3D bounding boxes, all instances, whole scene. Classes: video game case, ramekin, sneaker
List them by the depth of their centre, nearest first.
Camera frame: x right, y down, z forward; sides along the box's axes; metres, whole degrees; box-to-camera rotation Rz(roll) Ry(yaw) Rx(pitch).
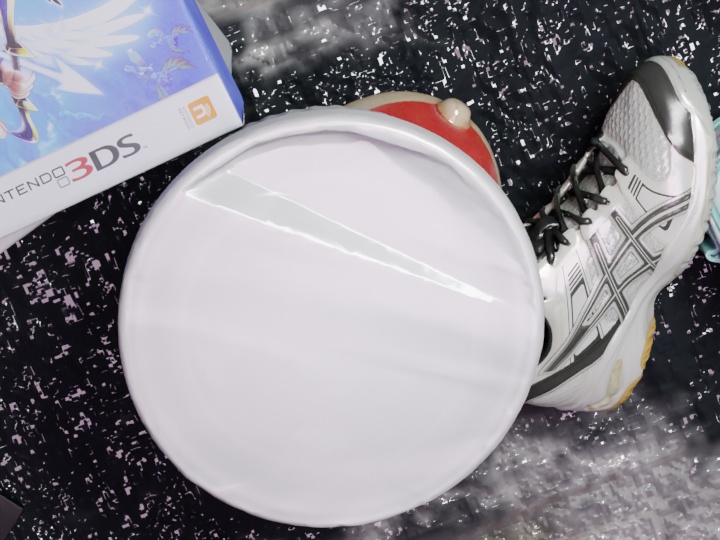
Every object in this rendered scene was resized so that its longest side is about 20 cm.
[{"bbox_3d":[-0.176,-0.121,1.117,0.181,0.045,0.201,-25,107,4],"label":"video game case"},{"bbox_3d":[-0.014,0.013,1.156,0.201,0.094,0.204,0,108,-1],"label":"ramekin"},{"bbox_3d":[0.115,-0.014,1.219,0.087,0.076,0.201,3,116,-25],"label":"sneaker"}]

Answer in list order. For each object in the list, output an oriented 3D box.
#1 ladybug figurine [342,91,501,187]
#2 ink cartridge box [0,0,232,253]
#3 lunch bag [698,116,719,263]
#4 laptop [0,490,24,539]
[{"bbox_3d":[0.000,0.000,1.239,0.135,0.072,0.201,25,105,-10],"label":"ladybug figurine"},{"bbox_3d":[-0.183,-0.099,1.192,0.200,0.086,0.147,-37,106,7],"label":"ink cartridge box"},{"bbox_3d":[0.265,-0.021,1.245,0.160,0.077,0.200,-32,105,12],"label":"lunch bag"},{"bbox_3d":[-0.305,0.176,1.264,0.177,0.103,0.200,32,103,-13],"label":"laptop"}]
